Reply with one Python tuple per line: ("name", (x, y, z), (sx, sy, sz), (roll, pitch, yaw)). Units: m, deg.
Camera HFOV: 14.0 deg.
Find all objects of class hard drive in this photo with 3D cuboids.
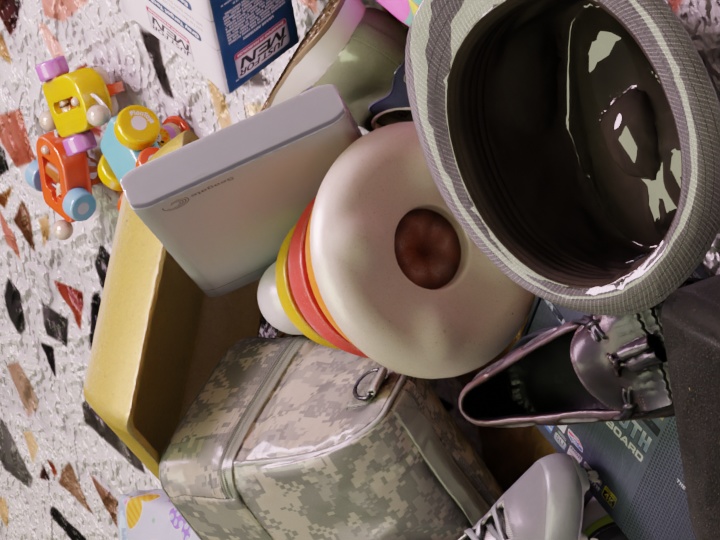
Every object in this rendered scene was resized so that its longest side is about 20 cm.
("hard drive", (-0.054, -0.043, 1.719), (0.200, 0.132, 0.027), (57, -171, -72))

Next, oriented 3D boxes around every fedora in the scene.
("fedora", (0.123, -0.079, 1.517), (0.177, 0.090, 0.200), (-37, 79, 36))

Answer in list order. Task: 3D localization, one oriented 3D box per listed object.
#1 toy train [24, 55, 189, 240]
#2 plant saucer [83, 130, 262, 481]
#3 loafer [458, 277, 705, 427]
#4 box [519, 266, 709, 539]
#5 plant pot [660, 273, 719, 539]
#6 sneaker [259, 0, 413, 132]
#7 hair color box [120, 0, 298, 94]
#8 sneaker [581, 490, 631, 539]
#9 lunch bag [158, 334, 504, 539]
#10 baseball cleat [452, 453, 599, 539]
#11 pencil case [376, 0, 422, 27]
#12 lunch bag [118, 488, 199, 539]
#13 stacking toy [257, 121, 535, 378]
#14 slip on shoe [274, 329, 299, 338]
("toy train", (-0.169, -0.073, 2.044), (0.200, 0.056, 0.150), (31, 136, 49))
("plant saucer", (-0.119, 0.039, 1.852), (0.048, 0.200, 0.200), (4, 158, 17))
("loafer", (0.126, 0.055, 1.558), (0.200, 0.063, 0.072), (-21, 90, 57))
("box", (0.171, 0.078, 1.616), (0.200, 0.051, 0.158), (51, 145, 25))
("plant pot", (0.249, 0.077, 1.372), (0.177, 0.199, 0.200), (31, 136, 61))
("sneaker", (0.000, -0.106, 1.737), (0.090, 0.067, 0.200), (31, 168, -5))
("hair color box", (-0.099, -0.204, 1.679), (0.100, 0.061, 0.200), (40, 157, 29))
("sneaker", (0.136, 0.190, 1.751), (0.200, 0.072, 0.083), (107, 151, -44))
("lunch bag", (0.005, 0.138, 1.795), (0.168, 0.139, 0.200), (-2, 132, 43))
("baseball cleat", (0.062, 0.180, 1.688), (0.070, 0.106, 0.200), (-104, 26, -46))
("pencil case", (0.030, -0.177, 1.625), (0.200, 0.088, 0.088), (46, 144, 35))
("lunch bag", (-0.073, 0.252, 2.048), (0.170, 0.127, 0.200), (13, 111, 51))
("stacking toy", (0.000, 0.000, 1.719), (0.200, 0.146, 0.146), (-18, 95, 61))
("slip on shoe", (-0.006, 0.041, 1.852), (0.061, 0.074, 0.200), (53, 143, 15))
